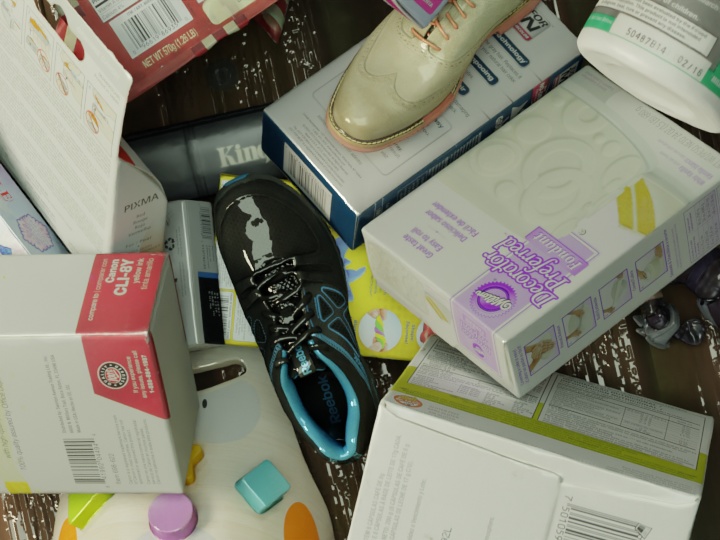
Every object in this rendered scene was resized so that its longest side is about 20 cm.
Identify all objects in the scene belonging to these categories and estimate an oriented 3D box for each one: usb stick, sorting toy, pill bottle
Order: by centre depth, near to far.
[{"bbox_3d":[0.231,-0.197,1.583,0.113,0.113,0.200,30,89,7],"label":"pill bottle"},{"bbox_3d":[-0.121,0.136,1.696,0.200,0.107,0.180,-5,66,5],"label":"sorting toy"},{"bbox_3d":[-0.070,-0.085,1.726,0.200,0.033,0.056,-12,90,3],"label":"usb stick"}]

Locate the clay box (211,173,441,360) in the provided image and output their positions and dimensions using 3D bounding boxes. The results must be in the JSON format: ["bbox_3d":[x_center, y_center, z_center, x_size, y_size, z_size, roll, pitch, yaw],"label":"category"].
[{"bbox_3d":[0.000,0.000,1.696,0.200,0.048,0.115,5,92,-2],"label":"clay box"}]

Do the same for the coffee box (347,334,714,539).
[{"bbox_3d":[0.099,0.178,1.590,0.200,0.198,0.200,16,103,7],"label":"coffee box"}]

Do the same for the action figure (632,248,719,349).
[{"bbox_3d":[0.238,0.011,1.658,0.200,0.069,0.130,45,122,35],"label":"action figure"}]

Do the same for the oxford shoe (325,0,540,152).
[{"bbox_3d":[0.049,-0.159,1.616,0.071,0.074,0.200,36,68,12],"label":"oxford shoe"}]

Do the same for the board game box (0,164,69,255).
[{"bbox_3d":[-0.323,-0.027,1.693,0.200,0.041,0.200,-38,87,29],"label":"board game box"}]

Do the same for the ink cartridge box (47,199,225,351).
[{"bbox_3d":[-0.186,0.016,1.703,0.200,0.039,0.100,-9,84,29],"label":"ink cartridge box"}]

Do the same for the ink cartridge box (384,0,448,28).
[{"bbox_3d":[0.067,-0.258,1.610,0.200,0.119,0.042,-48,127,0],"label":"ink cartridge box"}]

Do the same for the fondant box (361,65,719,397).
[{"bbox_3d":[0.124,-0.028,1.612,0.200,0.058,0.144,-37,50,-18],"label":"fondant box"}]

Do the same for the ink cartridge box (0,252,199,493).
[{"bbox_3d":[-0.214,0.066,1.613,0.200,0.145,0.084,-1,43,8],"label":"ink cartridge box"}]

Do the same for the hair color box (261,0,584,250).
[{"bbox_3d":[0.042,-0.113,1.669,0.200,0.061,0.100,-36,73,-17],"label":"hair color box"}]

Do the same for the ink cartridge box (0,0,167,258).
[{"bbox_3d":[-0.178,-0.107,1.601,0.050,0.200,0.162,-22,57,-30],"label":"ink cartridge box"}]

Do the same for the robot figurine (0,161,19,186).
[{"bbox_3d":[-0.317,-0.115,1.737,0.200,0.058,0.145,32,90,7],"label":"robot figurine"}]

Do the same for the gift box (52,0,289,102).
[{"bbox_3d":[-0.136,-0.211,1.671,0.184,0.187,0.200,-29,103,0],"label":"gift box"}]

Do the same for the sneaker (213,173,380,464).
[{"bbox_3d":[-0.037,0.031,1.630,0.073,0.082,0.200,-24,97,6],"label":"sneaker"}]
